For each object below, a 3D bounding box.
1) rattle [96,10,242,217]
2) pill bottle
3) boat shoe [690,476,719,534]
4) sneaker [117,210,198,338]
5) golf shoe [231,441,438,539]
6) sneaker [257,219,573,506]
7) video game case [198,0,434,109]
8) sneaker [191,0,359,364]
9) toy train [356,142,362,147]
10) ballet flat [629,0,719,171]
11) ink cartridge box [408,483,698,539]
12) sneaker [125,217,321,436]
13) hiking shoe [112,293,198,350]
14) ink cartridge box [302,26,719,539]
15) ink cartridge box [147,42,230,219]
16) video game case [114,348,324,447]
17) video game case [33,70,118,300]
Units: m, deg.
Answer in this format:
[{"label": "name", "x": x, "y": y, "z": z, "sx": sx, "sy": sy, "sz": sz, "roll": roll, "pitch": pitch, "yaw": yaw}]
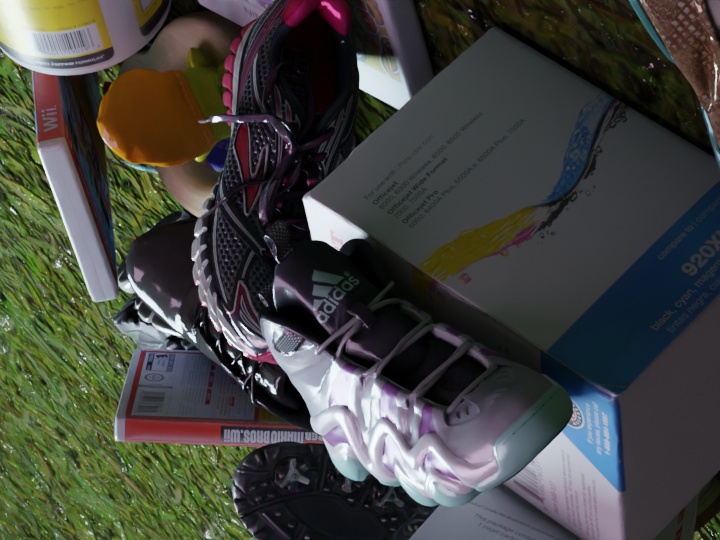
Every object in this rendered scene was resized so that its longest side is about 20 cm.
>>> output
[{"label": "rattle", "x": -0.139, "y": -0.081, "z": 1.559, "sx": 0.200, "sy": 0.143, "sz": 0.131, "roll": 13, "pitch": 128, "yaw": 47}, {"label": "pill bottle", "x": -0.176, "y": -0.212, "z": 1.468, "sx": 0.112, "sy": 0.112, "sz": 0.200, "roll": 34, "pitch": 154, "yaw": 30}, {"label": "boat shoe", "x": 0.117, "y": 0.104, "z": 1.515, "sx": 0.199, "sy": 0.074, "sz": 0.067, "roll": 2, "pitch": 122, "yaw": 39}, {"label": "sneaker", "x": -0.091, "y": 0.013, "z": 1.643, "sx": 0.083, "sy": 0.081, "sz": 0.200, "roll": 40, "pitch": 179, "yaw": -16}, {"label": "golf shoe", "x": 0.002, "y": 0.134, "z": 1.462, "sx": 0.199, "sy": 0.078, "sz": 0.094, "roll": 19, "pitch": -176, "yaw": -33}, {"label": "sneaker", "x": 0.006, "y": 0.033, "z": 1.208, "sx": 0.140, "sy": 0.078, "sz": 0.200, "roll": 55, "pitch": 155, "yaw": -15}, {"label": "video game case", "x": -0.047, "y": -0.187, "z": 1.392, "sx": 0.182, "sy": 0.023, "sz": 0.200, "roll": 30, "pitch": 152, "yaw": 36}, {"label": "sneaker", "x": -0.040, "y": -0.050, "z": 1.356, "sx": 0.080, "sy": 0.201, "sz": 0.075, "roll": 5, "pitch": 163, "yaw": -19}, {"label": "toy train", "x": 0.000, "y": 0.000, "z": 1.489, "sx": 0.114, "sy": 0.087, "sz": 0.200, "roll": 45, "pitch": 140, "yaw": -8}, {"label": "ballet flat", "x": 0.166, "y": -0.096, "z": 1.120, "sx": 0.065, "sy": 0.071, "sz": 0.200, "roll": -11, "pitch": 126, "yaw": 33}, {"label": "ink cartridge box", "x": 0.099, "y": 0.159, "z": 1.373, "sx": 0.084, "sy": 0.200, "sz": 0.145, "roll": 21, "pitch": 130, "yaw": 25}, {"label": "sneaker", "x": -0.046, "y": 0.035, "z": 1.415, "sx": 0.199, "sy": 0.091, "sz": 0.076, "roll": 28, "pitch": 111, "yaw": 16}, {"label": "hiking shoe", "x": -0.094, "y": 0.063, "z": 1.860, "sx": 0.101, "sy": 0.076, "sz": 0.200, "roll": 50, "pitch": 169, "yaw": -29}, {"label": "ink cartridge box", "x": 0.096, "y": 0.010, "z": 1.295, "sx": 0.200, "sy": 0.145, "sz": 0.148, "roll": 34, "pitch": 154, "yaw": 29}, {"label": "ink cartridge box", "x": -0.049, "y": -0.039, "z": 1.625, "sx": 0.198, "sy": 0.043, "sz": 0.200, "roll": 18, "pitch": 143, "yaw": 52}, {"label": "video game case", "x": -0.042, "y": 0.077, "z": 1.575, "sx": 0.143, "sy": 0.199, "sz": 0.018, "roll": -91, "pitch": 3, "yaw": -76}, {"label": "video game case", "x": -0.178, "y": -0.101, "z": 1.615, "sx": 0.143, "sy": 0.017, "sz": 0.201, "roll": 77, "pitch": -178, "yaw": -49}]
